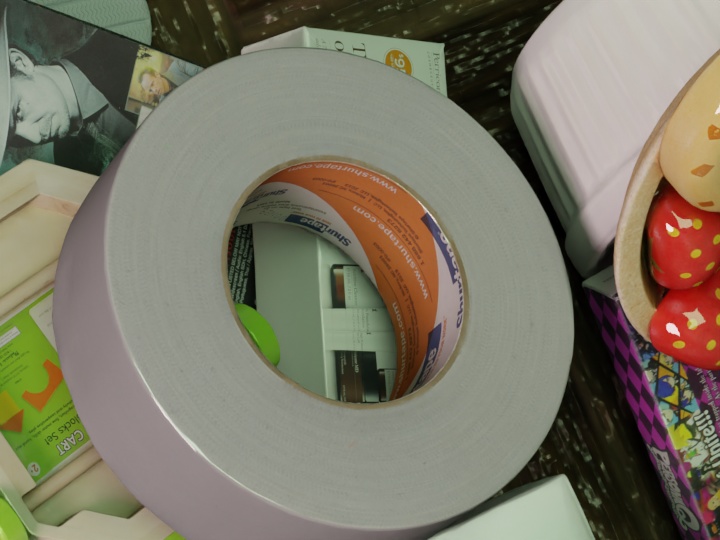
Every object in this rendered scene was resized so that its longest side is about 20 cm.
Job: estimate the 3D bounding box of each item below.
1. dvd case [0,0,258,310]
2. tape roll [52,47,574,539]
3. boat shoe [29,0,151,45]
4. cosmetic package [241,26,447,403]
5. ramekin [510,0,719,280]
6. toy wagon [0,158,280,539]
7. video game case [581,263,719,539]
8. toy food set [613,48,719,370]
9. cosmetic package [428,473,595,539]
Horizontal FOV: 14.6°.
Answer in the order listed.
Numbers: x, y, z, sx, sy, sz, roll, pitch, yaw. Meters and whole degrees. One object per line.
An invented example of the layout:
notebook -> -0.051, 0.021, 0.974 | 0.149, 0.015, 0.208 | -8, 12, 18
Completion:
dvd case -> -0.112, -0.028, 1.181 | 0.199, 0.022, 0.147 | 18, 76, -35
tape roll -> -0.018, 0.016, 1.106 | 0.199, 0.066, 0.202 | 11, 64, -23
boat shoe -> -0.185, -0.097, 1.190 | 0.199, 0.071, 0.073 | -10, 92, -37
cosmetic package -> 0.000, 0.000, 1.210 | 0.082, 0.050, 0.202 | 3, 79, -41
ramekin -> 0.154, -0.089, 1.205 | 0.202, 0.203, 0.094 | -31, 77, -16
toy wagon -> -0.102, 0.056, 1.115 | 0.155, 0.040, 0.201 | -36, 93, -34
video game case -> 0.208, 0.049, 1.229 | 0.181, 0.036, 0.201 | -31, 114, -16
toy food set -> 0.188, -0.038, 1.108 | 0.197, 0.201, 0.049 | -13, 45, -28
cosmetic package -> 0.003, 0.163, 1.166 | 0.199, 0.113, 0.082 | -25, 86, -17
